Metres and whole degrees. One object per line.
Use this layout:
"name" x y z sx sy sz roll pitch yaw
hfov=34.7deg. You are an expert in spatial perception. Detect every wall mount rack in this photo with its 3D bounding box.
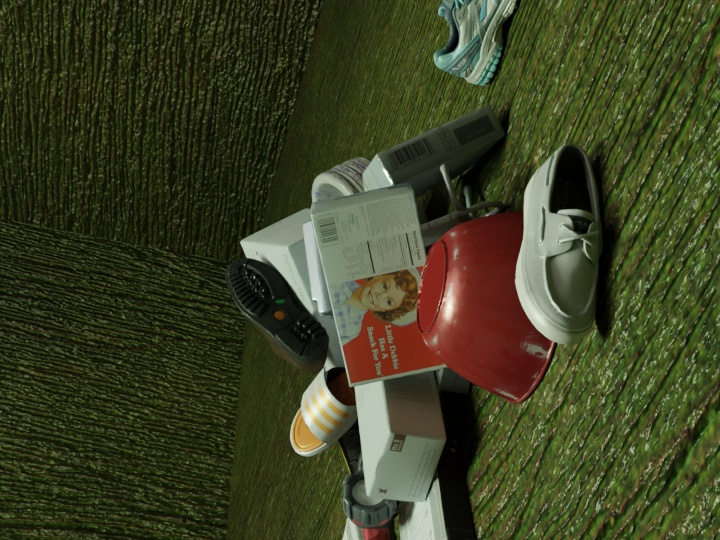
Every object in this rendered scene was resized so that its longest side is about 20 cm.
"wall mount rack" 0.070 -0.063 1.363 0.174 0.199 0.075 29 -138 -73

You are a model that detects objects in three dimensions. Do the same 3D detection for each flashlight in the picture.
"flashlight" 0.014 0.318 1.404 0.201 0.067 0.068 87 178 -47

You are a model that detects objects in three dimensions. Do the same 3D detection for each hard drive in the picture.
"hard drive" 0.083 0.293 1.296 0.200 0.038 0.140 -94 18 -55

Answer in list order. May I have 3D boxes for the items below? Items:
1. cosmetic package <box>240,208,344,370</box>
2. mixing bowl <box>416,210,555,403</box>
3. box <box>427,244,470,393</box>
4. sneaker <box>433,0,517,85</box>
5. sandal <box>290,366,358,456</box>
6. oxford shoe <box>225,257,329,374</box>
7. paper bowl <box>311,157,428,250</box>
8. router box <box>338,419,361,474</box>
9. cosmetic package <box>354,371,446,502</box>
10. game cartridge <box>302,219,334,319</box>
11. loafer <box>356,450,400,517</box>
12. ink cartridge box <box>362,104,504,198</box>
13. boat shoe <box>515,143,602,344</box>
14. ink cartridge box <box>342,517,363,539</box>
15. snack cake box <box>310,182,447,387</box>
"cosmetic package" -0.050 0.028 1.599 0.200 0.123 0.200 6 121 65
"mixing bowl" 0.121 0.026 1.163 0.200 0.108 0.201 -169 90 -78
"box" 0.108 0.039 1.393 0.200 0.041 0.157 -119 40 -72
"sneaker" 0.146 -0.333 1.431 0.078 0.086 0.201 -110 32 -68
"sandal" -0.023 0.147 1.469 0.207 0.059 0.079 -43 48 7
"oxford shoe" -0.115 0.065 1.524 0.200 0.072 0.085 50 159 29
"paper bowl" 0.024 -0.064 1.626 0.201 0.104 0.201 52 157 32
"router box" -0.007 0.219 1.609 0.200 0.051 0.150 -110 2 -68
"cosmetic package" 0.043 0.162 1.335 0.200 0.074 0.102 -99 21 -55
"game cartridge" 0.000 0.000 1.422 0.040 0.200 0.134 -20 73 27
"loafer" 0.043 0.221 1.469 0.071 0.073 0.201 171 109 -79
"ink cartridge box" 0.074 -0.127 1.432 0.047 0.160 0.200 62 163 4
"boat shoe" 0.184 -0.029 1.019 0.069 0.072 0.201 112 173 -50
"ink cartridge box" -0.006 0.454 1.576 0.200 0.044 0.177 -107 30 -69
"snack cake box" 0.022 0.015 1.260 0.067 0.114 0.201 -98 -4 -76
